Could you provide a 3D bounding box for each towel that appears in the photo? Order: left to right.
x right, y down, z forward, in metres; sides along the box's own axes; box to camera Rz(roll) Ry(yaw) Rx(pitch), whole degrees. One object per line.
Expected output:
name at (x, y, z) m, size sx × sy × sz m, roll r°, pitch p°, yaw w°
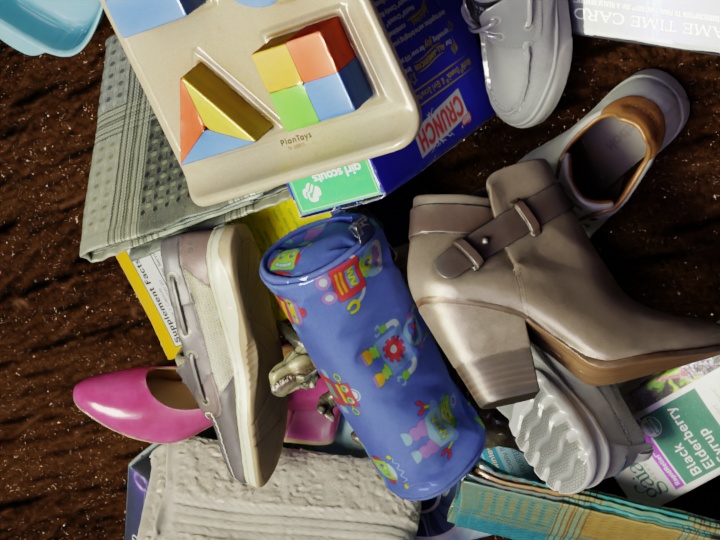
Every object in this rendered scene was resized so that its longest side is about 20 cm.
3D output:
towel at (-0.109, -0.106, 1.516) m, size 0.192 × 0.201 × 0.035 m, roll -17°, pitch 143°, yaw 31°
towel at (-0.057, 0.179, 1.544) m, size 0.199 × 0.133 × 0.035 m, roll 5°, pitch 137°, yaw 1°
towel at (0.161, 0.174, 1.497) m, size 0.199 × 0.022 × 0.147 m, roll 13°, pitch 162°, yaw 1°

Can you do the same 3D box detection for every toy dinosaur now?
toy dinosaur at (0.000, 0.000, 1.444) m, size 0.200 × 0.048 × 0.088 m, roll -38°, pitch 109°, yaw 22°
toy dinosaur at (0.034, 0.082, 1.520) m, size 0.200 × 0.077 × 0.102 m, roll 34°, pitch 83°, yaw 11°

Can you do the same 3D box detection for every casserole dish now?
casserole dish at (-0.217, -0.249, 1.578) m, size 0.121 × 0.039 × 0.201 m, roll 31°, pitch 122°, yaw 13°

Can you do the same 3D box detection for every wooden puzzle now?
wooden puzzle at (-0.077, -0.146, 1.342) m, size 0.185 × 0.046 × 0.201 m, roll -14°, pitch 105°, yaw 34°

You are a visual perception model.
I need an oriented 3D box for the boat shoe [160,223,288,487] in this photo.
boat shoe at (-0.094, 0.057, 1.492) m, size 0.064 × 0.072 × 0.201 m, roll 4°, pitch 124°, yaw 18°

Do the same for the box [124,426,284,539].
box at (-0.075, 0.221, 1.633) m, size 0.200 × 0.104 × 0.148 m, roll 36°, pitch 140°, yaw 27°

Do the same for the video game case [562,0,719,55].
video game case at (0.193, -0.238, 1.381) m, size 0.142 × 0.019 × 0.201 m, roll 11°, pitch 118°, yaw 23°

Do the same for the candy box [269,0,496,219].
candy box at (-0.006, -0.160, 1.429) m, size 0.077 × 0.169 × 0.201 m, roll -14°, pitch 105°, yaw 37°

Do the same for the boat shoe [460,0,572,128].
boat shoe at (0.096, -0.183, 1.412) m, size 0.072 × 0.068 × 0.201 m, roll 34°, pitch 130°, yaw 38°

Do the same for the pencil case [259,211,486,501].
pencil case at (0.012, 0.051, 1.406) m, size 0.078 × 0.087 × 0.201 m, roll 12°, pitch 138°, yaw 52°

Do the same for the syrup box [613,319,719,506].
syrup box at (0.250, 0.078, 1.456) m, size 0.200 × 0.081 × 0.079 m, roll -33°, pitch 93°, yaw 33°

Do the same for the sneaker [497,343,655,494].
sneaker at (0.122, 0.062, 1.456) m, size 0.075 × 0.082 × 0.201 m, roll -54°, pitch 51°, yaw 41°

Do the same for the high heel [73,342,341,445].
high heel at (-0.100, 0.074, 1.555) m, size 0.199 × 0.068 × 0.096 m, roll 9°, pitch 127°, yaw -7°

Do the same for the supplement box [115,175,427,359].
supplement box at (-0.062, -0.030, 1.553) m, size 0.199 × 0.110 × 0.109 m, roll -19°, pitch 103°, yaw 32°

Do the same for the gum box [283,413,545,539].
gum box at (0.034, 0.121, 1.611) m, size 0.199 × 0.045 × 0.171 m, roll -19°, pitch 102°, yaw 32°

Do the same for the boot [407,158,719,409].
boot at (0.128, 0.001, 1.382) m, size 0.070 × 0.199 × 0.147 m, roll 131°, pitch 128°, yaw -67°

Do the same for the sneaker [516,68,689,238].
sneaker at (0.133, -0.051, 1.458) m, size 0.073 × 0.085 × 0.200 m, roll 41°, pitch 126°, yaw 3°
